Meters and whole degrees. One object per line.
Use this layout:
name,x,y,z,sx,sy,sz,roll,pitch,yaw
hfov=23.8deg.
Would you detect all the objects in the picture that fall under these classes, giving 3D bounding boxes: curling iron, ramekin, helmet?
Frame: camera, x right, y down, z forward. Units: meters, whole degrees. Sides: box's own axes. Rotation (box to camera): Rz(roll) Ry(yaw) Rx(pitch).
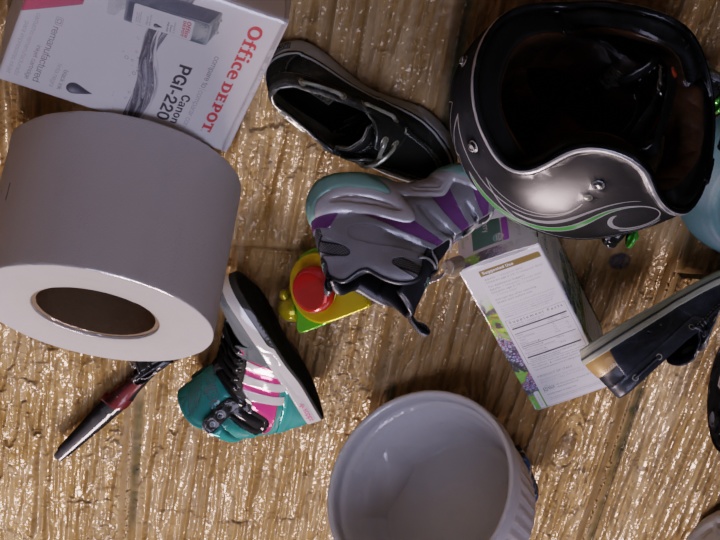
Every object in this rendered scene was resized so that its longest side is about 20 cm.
curling iron,-0.246,0.127,1.678,0.049,0.026,0.200,-6,151,-50
ramekin,0.076,0.228,1.673,0.199,0.201,0.105,-23,148,17
helmet,0.170,-0.119,1.370,0.190,0.201,0.201,3,139,33

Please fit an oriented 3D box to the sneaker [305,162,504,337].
sneaker,0.058,-0.013,1.444,0.199,0.141,0.078,-6,161,-8

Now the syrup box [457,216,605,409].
syrup box,0.159,0.028,1.573,0.081,0.079,0.200,-20,130,16

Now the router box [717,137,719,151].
router box,0.355,-0.145,1.355,0.062,0.150,0.201,8,121,-8

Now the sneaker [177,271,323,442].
sneaker,-0.124,0.092,1.622,0.120,0.084,0.200,-23,131,5

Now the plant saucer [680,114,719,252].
plant saucer,0.382,-0.073,1.521,0.199,0.036,0.201,-1,131,-1

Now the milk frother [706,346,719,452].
milk frother,0.448,0.130,1.597,0.187,0.201,0.181,6,128,-8

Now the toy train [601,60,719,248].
toy train,0.257,-0.101,1.476,0.041,0.057,0.201,18,129,-12

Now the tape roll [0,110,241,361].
tape roll,-0.207,-0.025,1.424,0.201,0.140,0.203,8,157,4

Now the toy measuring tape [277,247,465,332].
toy measuring tape,0.000,0.000,1.536,0.199,0.074,0.074,-22,131,34

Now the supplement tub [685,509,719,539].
supplement tub,0.448,0.345,1.840,0.199,0.123,0.122,30,125,-26

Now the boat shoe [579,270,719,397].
boat shoe,0.290,0.054,1.562,0.199,0.062,0.075,-28,171,-24

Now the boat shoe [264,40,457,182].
boat shoe,0.000,-0.117,1.446,0.199,0.064,0.071,28,125,-26

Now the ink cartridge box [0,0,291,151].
ink cartridge box,-0.170,-0.197,1.356,0.199,0.085,0.146,16,130,-18

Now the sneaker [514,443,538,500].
sneaker,0.096,0.252,1.776,0.199,0.077,0.085,-22,133,18
